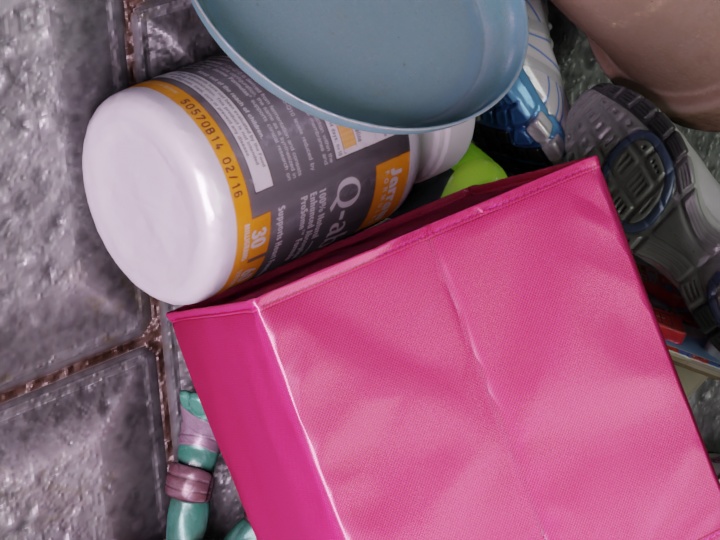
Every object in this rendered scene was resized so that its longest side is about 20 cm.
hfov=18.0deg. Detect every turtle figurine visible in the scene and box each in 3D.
[{"bbox_3d":[-0.093,0.178,1.256,0.149,0.100,0.201,28,76,-26],"label":"turtle figurine"}]

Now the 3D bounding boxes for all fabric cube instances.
[{"bbox_3d":[0.041,0.075,1.163,0.199,0.196,0.201,-22,93,-16],"label":"fabric cube"}]

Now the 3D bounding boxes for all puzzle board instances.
[{"bbox_3d":[0.170,0.007,1.360,0.199,0.151,0.017,20,117,-11],"label":"puzzle board"}]

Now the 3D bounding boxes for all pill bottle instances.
[{"bbox_3d":[-0.040,-0.067,1.210,0.199,0.116,0.117,-24,120,-37],"label":"pill bottle"}]

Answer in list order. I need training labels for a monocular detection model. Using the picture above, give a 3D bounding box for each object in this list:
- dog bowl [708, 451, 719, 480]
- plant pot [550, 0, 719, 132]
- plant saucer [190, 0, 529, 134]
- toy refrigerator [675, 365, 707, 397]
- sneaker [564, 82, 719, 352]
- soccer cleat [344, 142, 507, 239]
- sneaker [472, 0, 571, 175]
[{"bbox_3d":[0.239,0.218,1.614,0.199,0.074,0.202,-16,115,-40],"label":"dog bowl"},{"bbox_3d":[0.171,-0.196,1.301,0.174,0.200,0.202,15,94,-43],"label":"plant pot"},{"bbox_3d":[-0.006,-0.147,1.190,0.199,0.201,0.027,-23,160,-37],"label":"plant saucer"},{"bbox_3d":[0.183,0.039,1.435,0.070,0.076,0.200,64,31,-4],"label":"toy refrigerator"},{"bbox_3d":[0.191,-0.024,1.332,0.074,0.201,0.087,-39,169,15],"label":"sneaker"},{"bbox_3d":[0.000,0.000,1.313,0.200,0.081,0.068,-41,151,0],"label":"soccer cleat"},{"bbox_3d":[0.095,-0.129,1.353,0.087,0.075,0.200,-56,135,-22],"label":"sneaker"}]
